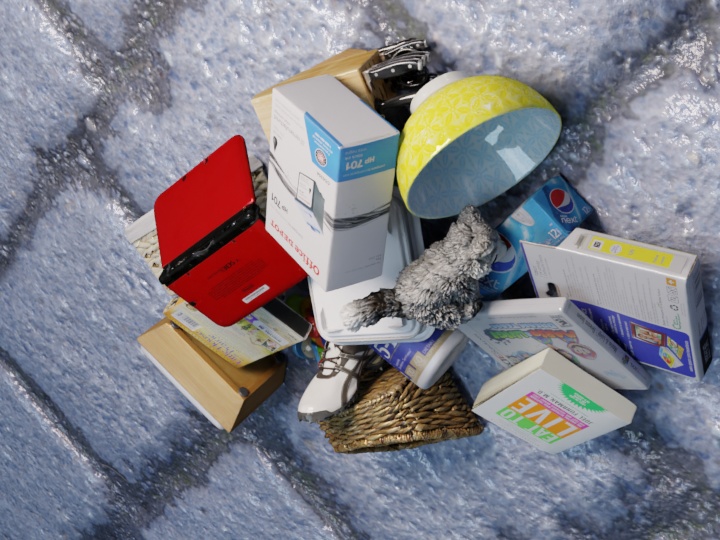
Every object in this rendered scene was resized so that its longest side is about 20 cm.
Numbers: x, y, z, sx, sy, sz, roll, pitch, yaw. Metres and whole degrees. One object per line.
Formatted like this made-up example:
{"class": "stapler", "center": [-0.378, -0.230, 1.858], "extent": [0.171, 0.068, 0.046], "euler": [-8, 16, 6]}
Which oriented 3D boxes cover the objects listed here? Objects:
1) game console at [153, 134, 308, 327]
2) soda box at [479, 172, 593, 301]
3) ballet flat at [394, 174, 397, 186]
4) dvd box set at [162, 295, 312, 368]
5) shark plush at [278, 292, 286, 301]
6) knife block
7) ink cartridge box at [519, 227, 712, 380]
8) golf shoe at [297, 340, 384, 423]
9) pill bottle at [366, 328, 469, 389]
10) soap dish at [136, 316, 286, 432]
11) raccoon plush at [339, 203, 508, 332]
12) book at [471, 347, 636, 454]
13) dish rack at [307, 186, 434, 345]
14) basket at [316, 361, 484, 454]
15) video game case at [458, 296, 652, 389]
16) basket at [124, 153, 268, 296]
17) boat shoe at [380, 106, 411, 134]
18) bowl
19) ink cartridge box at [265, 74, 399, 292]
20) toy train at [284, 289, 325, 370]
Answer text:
{"class": "game console", "center": [-0.166, -0.047, 1.700], "extent": [0.172, 0.119, 0.200], "euler": [39, 133, -22]}
{"class": "soda box", "center": [0.188, -0.031, 1.580], "extent": [0.064, 0.068, 0.200], "euler": [46, 139, 2]}
{"class": "ballet flat", "center": [0.001, -0.113, 1.690], "extent": [0.200, 0.067, 0.067], "euler": [-52, 53, 50]}
{"class": "dvd box set", "center": [-0.177, 0.069, 1.851], "extent": [0.146, 0.029, 0.200], "euler": [38, 147, -17]}
{"class": "shark plush", "center": [-0.145, 0.031, 1.843], "extent": [0.200, 0.083, 0.091], "euler": [132, 130, -71]}
{"class": "knife block", "center": [-0.010, -0.210, 1.541], "extent": [0.064, 0.200, 0.176], "euler": [67, 165, -20]}
{"class": "ink cartridge box", "center": [0.299, 0.033, 1.513], "extent": [0.200, 0.047, 0.198], "euler": [18, 151, 31]}
{"class": "golf shoe", "center": [-0.032, 0.125, 1.786], "extent": [0.078, 0.200, 0.095], "euler": [1, 126, 40]}
{"class": "pill bottle", "center": [0.045, 0.052, 1.729], "extent": [0.200, 0.120, 0.120], "euler": [38, 138, 12]}
{"class": "soap dish", "center": [-0.219, 0.130, 1.995], "extent": [0.200, 0.157, 0.081], "euler": [45, 127, 4]}
{"class": "raccoon plush", "center": [0.079, 0.008, 1.521], "extent": [0.097, 0.200, 0.134], "euler": [51, 155, 28]}
{"class": "book", "center": [0.244, 0.170, 1.662], "extent": [0.134, 0.048, 0.200], "euler": [33, 153, -6]}
{"class": "dish rack", "center": [0.000, 0.000, 1.645], "extent": [0.172, 0.044, 0.200], "euler": [-4, 100, 30]}
{"class": "basket", "center": [0.046, 0.218, 1.839], "extent": [0.200, 0.143, 0.149], "euler": [-18, 107, 47]}
{"class": "video game case", "center": [0.228, 0.092, 1.604], "extent": [0.182, 0.024, 0.200], "euler": [40, 153, -30]}
{"class": "basket", "center": [-0.213, -0.060, 1.843], "extent": [0.200, 0.136, 0.123], "euler": [-27, 93, 48]}
{"class": "boat shoe", "center": [-0.016, -0.174, 1.640], "extent": [0.201, 0.074, 0.063], "euler": [-8, 119, 43]}
{"class": "bowl", "center": [0.115, -0.159, 1.477], "extent": [0.108, 0.200, 0.200], "euler": [60, 144, 23]}
{"class": "ink cartridge box", "center": [-0.036, -0.100, 1.503], "extent": [0.146, 0.086, 0.200], "euler": [44, 139, 40]}
{"class": "toy train", "center": [-0.068, 0.054, 1.867], "extent": [0.116, 0.085, 0.200], "euler": [13, 130, 51]}
